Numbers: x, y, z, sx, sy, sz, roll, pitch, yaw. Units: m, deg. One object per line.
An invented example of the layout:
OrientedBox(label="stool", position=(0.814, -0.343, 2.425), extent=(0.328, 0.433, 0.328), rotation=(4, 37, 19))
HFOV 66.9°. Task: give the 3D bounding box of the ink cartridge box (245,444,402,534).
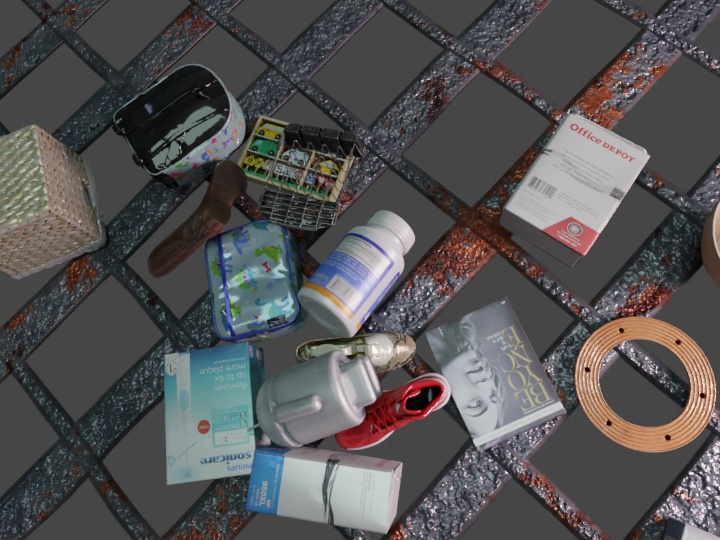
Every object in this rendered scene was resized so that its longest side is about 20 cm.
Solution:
OrientedBox(label="ink cartridge box", position=(-0.045, 0.311, 0.793), extent=(0.199, 0.145, 0.085), rotation=(5, 77, 10))

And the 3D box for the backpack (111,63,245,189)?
OrientedBox(label="backpack", position=(-0.312, -0.262, 0.989), extent=(0.200, 0.151, 0.178), rotation=(-38, 75, 4))

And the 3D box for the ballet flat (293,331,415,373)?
OrientedBox(label="ballet flat", position=(-0.011, 0.132, 0.874), extent=(0.199, 0.075, 0.068), rotation=(-4, 75, 7))

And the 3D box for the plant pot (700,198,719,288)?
OrientedBox(label="plant pot", position=(0.592, -0.028, 0.798), extent=(0.199, 0.135, 0.201), rotation=(-2, 74, 8))

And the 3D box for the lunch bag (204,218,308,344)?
OrientedBox(label="lunch bag", position=(-0.180, 0.022, 0.929), extent=(0.160, 0.082, 0.201), rotation=(-13, 72, 8))

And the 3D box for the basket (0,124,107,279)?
OrientedBox(label="basket", position=(-0.604, -0.122, 0.991), extent=(0.199, 0.161, 0.199), rotation=(-21, 72, 0))

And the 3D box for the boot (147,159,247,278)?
OrientedBox(label="boot", position=(-0.295, -0.090, 0.973), extent=(0.200, 0.064, 0.187), rotation=(-35, 28, 31))

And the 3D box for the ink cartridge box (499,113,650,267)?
OrientedBox(label="ink cartridge box", position=(0.344, -0.130, 0.890), extent=(0.147, 0.083, 0.200), rotation=(34, 83, 15))

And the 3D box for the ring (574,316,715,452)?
OrientedBox(label="ring", position=(0.428, 0.170, 0.829), extent=(0.199, 0.019, 0.201), rotation=(-2, 75, 8))

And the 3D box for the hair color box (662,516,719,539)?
OrientedBox(label="hair color box", position=(0.510, 0.423, 0.724), extent=(0.199, 0.061, 0.099), rotation=(21, 79, 14))

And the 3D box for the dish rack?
OrientedBox(label="dish rack", position=(-0.087, -0.160, 0.943), extent=(0.153, 0.055, 0.201), rotation=(11, 72, 12))

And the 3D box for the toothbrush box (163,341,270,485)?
OrientedBox(label="toothbrush box", position=(-0.229, 0.228, 0.876), extent=(0.146, 0.085, 0.201), rotation=(-8, 75, 6))

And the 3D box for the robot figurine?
OrientedBox(label="robot figurine", position=(-0.070, 0.192, 0.809), extent=(0.199, 0.170, 0.113), rotation=(-23, 79, 12))

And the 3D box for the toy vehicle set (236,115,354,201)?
OrientedBox(label="toy vehicle set", position=(-0.120, -0.204, 1.009), extent=(0.199, 0.027, 0.125), rotation=(19, 78, 13))

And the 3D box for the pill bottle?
OrientedBox(label="pill bottle", position=(0.000, 0.000, 0.882), extent=(0.112, 0.112, 0.200), rotation=(33, 67, 15))

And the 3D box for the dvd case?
OrientedBox(label="dvd case", position=(0.209, 0.161, 0.865), extent=(0.148, 0.016, 0.201), rotation=(-24, 73, 1))

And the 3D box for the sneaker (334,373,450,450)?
OrientedBox(label="sneaker", position=(0.039, 0.209, 0.822), extent=(0.200, 0.116, 0.079), rotation=(-32, 73, 2))
